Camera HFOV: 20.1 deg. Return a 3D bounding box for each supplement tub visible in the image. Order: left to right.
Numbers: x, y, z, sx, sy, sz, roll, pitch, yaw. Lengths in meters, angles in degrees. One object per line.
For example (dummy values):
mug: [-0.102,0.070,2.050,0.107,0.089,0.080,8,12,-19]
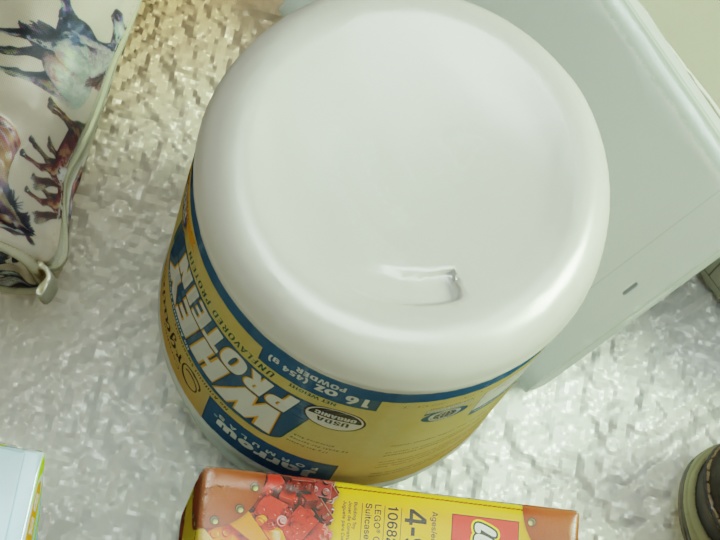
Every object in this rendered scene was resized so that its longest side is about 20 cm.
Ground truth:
supplement tub: [0.000,0.000,0.758,0.144,0.200,0.146,4,69,-10]

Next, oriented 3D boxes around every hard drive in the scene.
hard drive: [0.066,-0.069,0.847,0.201,0.132,0.026,57,27,11]

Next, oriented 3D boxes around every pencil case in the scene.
pencil case: [-0.133,-0.084,0.828,0.089,0.078,0.201,9,67,13]

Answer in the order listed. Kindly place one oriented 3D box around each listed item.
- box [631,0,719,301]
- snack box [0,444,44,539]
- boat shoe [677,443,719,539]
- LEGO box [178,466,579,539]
box: [0.177,-0.046,0.870,0.077,0.095,0.201,-31,80,-21]
snack box: [-0.153,0.157,0.670,0.067,0.200,0.170,12,68,-7]
boat shoe: [0.233,0.103,0.837,0.198,0.073,0.075,3,70,-10]
LEGO box: [-0.001,0.187,0.756,0.148,0.077,0.201,7,69,-8]
